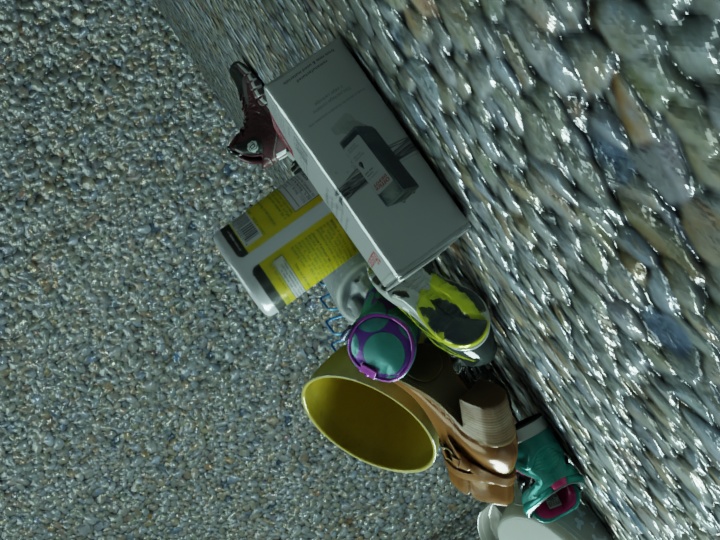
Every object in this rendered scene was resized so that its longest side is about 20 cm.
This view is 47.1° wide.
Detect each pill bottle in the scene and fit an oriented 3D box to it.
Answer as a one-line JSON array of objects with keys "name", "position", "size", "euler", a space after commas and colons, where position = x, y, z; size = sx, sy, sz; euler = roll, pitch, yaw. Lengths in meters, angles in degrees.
[{"name": "pill bottle", "position": [-0.057, -0.050, 0.943], "size": [0.115, 0.199, 0.114], "euler": [54, 175, 7]}]

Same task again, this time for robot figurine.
[{"name": "robot figurine", "position": [0.000, 0.000, 1.223], "size": [0.200, 0.111, 0.172], "euler": [-122, 42, -55]}]

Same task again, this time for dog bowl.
[{"name": "dog bowl", "position": [0.258, 0.374, 1.128], "size": [0.199, 0.059, 0.202], "euler": [28, 140, 26]}]

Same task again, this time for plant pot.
[{"name": "plant pot", "position": [0.038, 0.158, 1.134], "size": [0.198, 0.143, 0.201], "euler": [20, 142, 17]}]

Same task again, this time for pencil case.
[{"name": "pencil case", "position": [0.036, 0.053, 1.005], "size": [0.085, 0.093, 0.200], "euler": [38, -156, -5]}]

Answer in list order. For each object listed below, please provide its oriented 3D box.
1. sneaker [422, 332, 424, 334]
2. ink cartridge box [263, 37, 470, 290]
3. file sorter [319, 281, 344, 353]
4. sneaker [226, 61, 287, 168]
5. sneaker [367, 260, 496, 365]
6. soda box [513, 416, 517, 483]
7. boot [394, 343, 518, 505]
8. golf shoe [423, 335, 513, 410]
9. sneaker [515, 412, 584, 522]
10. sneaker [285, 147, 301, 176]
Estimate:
[{"name": "sneaker", "position": [0.113, 0.092, 1.190], "size": [0.117, 0.074, 0.202], "euler": [15, 138, 13]}, {"name": "ink cartridge box", "position": [0.004, -0.089, 0.756], "size": [0.201, 0.084, 0.146], "euler": [57, 176, 2]}, {"name": "file sorter", "position": [-0.002, 0.091, 1.535], "size": [0.139, 0.121, 0.203], "euler": [-144, 41, -75]}, {"name": "sneaker", "position": [-0.200, -0.264, 1.441], "size": [0.201, 0.115, 0.076], "euler": [53, 176, 14]}, {"name": "sneaker", "position": [0.074, 0.036, 0.890], "size": [0.200, 0.074, 0.085], "euler": [51, 175, 46]}, {"name": "soda box", "position": [0.217, 0.268, 1.211], "size": [0.201, 0.068, 0.064], "euler": [56, 175, -3]}, {"name": "boot", "position": [0.107, 0.180, 0.982], "size": [0.199, 0.076, 0.157], "euler": [19, 132, 41]}, {"name": "golf shoe", "position": [0.144, 0.131, 1.082], "size": [0.088, 0.076, 0.202], "euler": [-92, -21, -60]}, {"name": "sneaker", "position": [0.217, 0.247, 1.022], "size": [0.122, 0.083, 0.200], "euler": [63, 177, 13]}, {"name": "sneaker", "position": [-0.043, -0.132, 1.091], "size": [0.085, 0.074, 0.200], "euler": [54, -175, -22]}]
